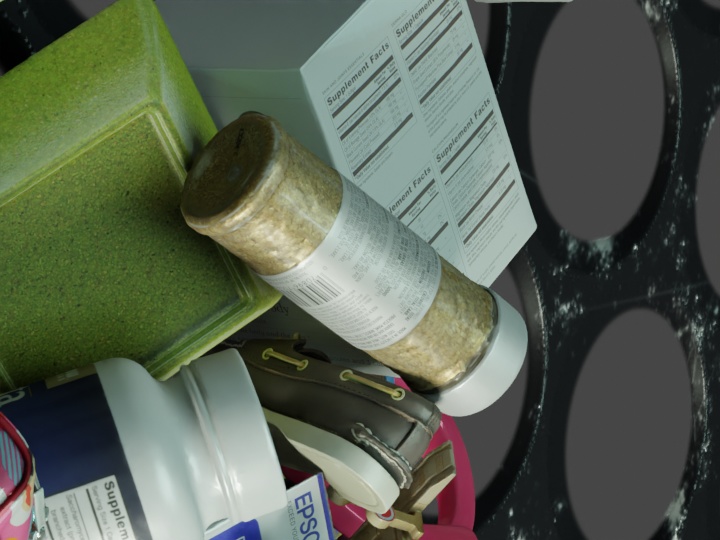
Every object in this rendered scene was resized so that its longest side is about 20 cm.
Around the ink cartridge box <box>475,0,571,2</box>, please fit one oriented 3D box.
[{"bbox_3d":[0.079,-0.281,1.444,0.200,0.084,0.145,42,61,-48],"label":"ink cartridge box"}]

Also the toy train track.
[{"bbox_3d":[0.004,0.099,1.254,0.032,0.115,0.200,20,40,-24],"label":"toy train track"}]

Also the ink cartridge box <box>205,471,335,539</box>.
[{"bbox_3d":[-0.099,0.215,1.209,0.200,0.047,0.198,-28,130,-25],"label":"ink cartridge box"}]

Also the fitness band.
[{"bbox_3d":[0.007,0.112,1.379,0.200,0.037,0.144,16,45,-54],"label":"fitness band"}]

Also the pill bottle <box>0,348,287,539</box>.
[{"bbox_3d":[-0.141,0.107,1.092,0.200,0.111,0.111,-19,115,-9],"label":"pill bottle"}]

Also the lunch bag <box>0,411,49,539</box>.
[{"bbox_3d":[-0.235,0.121,0.973,0.200,0.176,0.082,-45,164,-25],"label":"lunch bag"}]

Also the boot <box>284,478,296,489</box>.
[{"bbox_3d":[-0.085,0.151,1.264,0.131,0.068,0.200,-35,131,-25],"label":"boot"}]

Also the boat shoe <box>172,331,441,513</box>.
[{"bbox_3d":[-0.034,0.069,1.233,0.060,0.200,0.072,-50,127,-15],"label":"boat shoe"}]

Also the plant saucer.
[{"bbox_3d":[-0.140,-0.004,1.142,0.200,0.048,0.200,-35,125,-14],"label":"plant saucer"}]

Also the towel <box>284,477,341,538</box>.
[{"bbox_3d":[-0.024,0.197,1.415,0.143,0.023,0.201,2,92,-54],"label":"towel"}]

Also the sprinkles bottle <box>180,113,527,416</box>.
[{"bbox_3d":[0.000,0.000,1.154,0.200,0.068,0.068,38,64,-35],"label":"sprinkles bottle"}]

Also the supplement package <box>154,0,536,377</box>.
[{"bbox_3d":[-0.022,-0.069,1.276,0.151,0.151,0.200,-48,131,-39],"label":"supplement package"}]
